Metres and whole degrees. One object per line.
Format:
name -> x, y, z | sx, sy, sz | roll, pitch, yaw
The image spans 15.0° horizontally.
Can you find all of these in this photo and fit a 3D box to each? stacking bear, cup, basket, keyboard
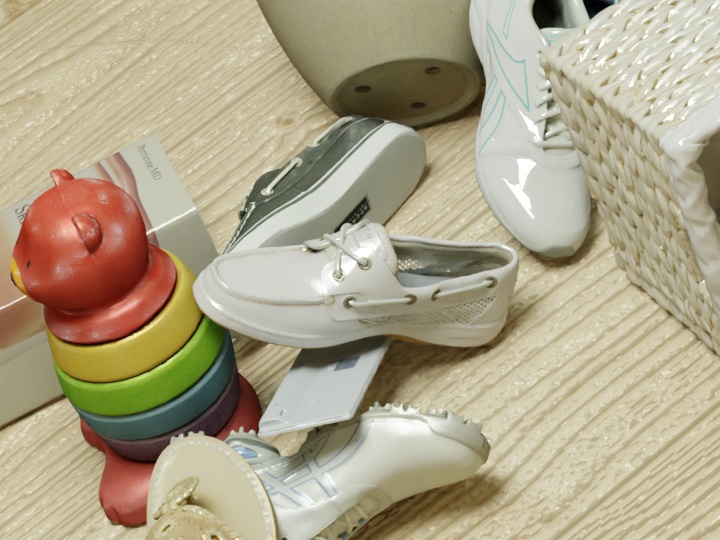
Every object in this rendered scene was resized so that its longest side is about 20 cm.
stacking bear -> -0.142, 0.031, 1.610 | 0.113, 0.200, 0.122 | -23, 39, 0
cup -> 0.020, -0.179, 1.800 | 0.200, 0.200, 0.144 | -12, 66, 13
basket -> 0.239, -0.078, 1.553 | 0.200, 0.198, 0.161 | -33, 38, -10
keyboard -> -0.015, 0.058, 1.604 | 0.056, 0.011, 0.200 | -7, 16, 12

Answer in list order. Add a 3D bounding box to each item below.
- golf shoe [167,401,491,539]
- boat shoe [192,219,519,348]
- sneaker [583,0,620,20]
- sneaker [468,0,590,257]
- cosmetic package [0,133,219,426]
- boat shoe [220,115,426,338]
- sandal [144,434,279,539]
golf shoe -> -0.018, 0.135, 1.553 | 0.199, 0.078, 0.097 | -13, 57, 21
boat shoe -> 0.000, 0.000, 1.608 | 0.199, 0.069, 0.071 | 0, 41, -24
sneaker -> 0.169, -0.121, 1.720 | 0.077, 0.086, 0.200 | -30, 40, -8
sneaker -> 0.111, -0.108, 1.686 | 0.070, 0.080, 0.201 | 2, 70, -25
cosmetic package -> -0.191, 0.010, 1.747 | 0.200, 0.087, 0.103 | -28, 39, -6
boat shoe -> -0.042, -0.030, 1.736 | 0.064, 0.071, 0.200 | 22, 49, 34
sandal -> -0.088, 0.170, 1.482 | 0.077, 0.070, 0.212 | -19, 58, 15
